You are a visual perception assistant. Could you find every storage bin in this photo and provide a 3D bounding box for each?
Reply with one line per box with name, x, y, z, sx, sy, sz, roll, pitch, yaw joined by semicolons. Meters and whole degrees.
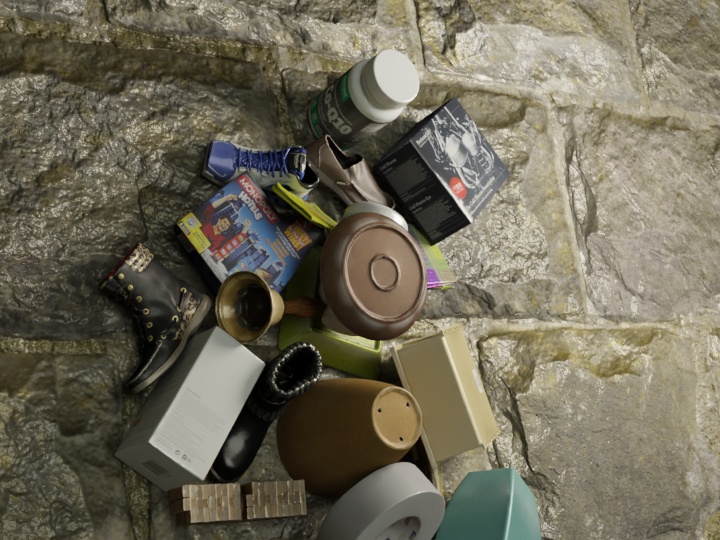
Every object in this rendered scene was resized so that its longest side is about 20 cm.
storage bin;0.145;0.200;1.741;0.198;0.093;0.202;-2;71;-75

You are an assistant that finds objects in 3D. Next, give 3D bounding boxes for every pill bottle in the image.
pill bottle;0.000;0.000;1.678;0.110;0.110;0.202;29;65;-24
pill bottle;0.006;-0.291;1.792;0.112;0.199;0.114;12;67;-31

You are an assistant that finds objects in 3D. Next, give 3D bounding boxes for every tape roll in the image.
tape roll;0.031;0.386;1.580;0.199;0.202;0.066;-13;43;-38

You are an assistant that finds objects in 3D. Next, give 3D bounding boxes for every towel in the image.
towel;-0.078;-0.095;1.681;0.086;0.200;0.018;38;94;15
towel;0.070;-0.023;1.819;0.199;0.023;0.144;-4;58;-46

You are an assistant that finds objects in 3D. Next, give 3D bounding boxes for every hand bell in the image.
hand bell;-0.120;0.056;1.591;0.199;0.103;0.105;4;70;-60

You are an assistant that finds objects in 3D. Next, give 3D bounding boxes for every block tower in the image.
block tower;-0.178;0.340;1.537;0.198;0.058;0.055;5;71;-32

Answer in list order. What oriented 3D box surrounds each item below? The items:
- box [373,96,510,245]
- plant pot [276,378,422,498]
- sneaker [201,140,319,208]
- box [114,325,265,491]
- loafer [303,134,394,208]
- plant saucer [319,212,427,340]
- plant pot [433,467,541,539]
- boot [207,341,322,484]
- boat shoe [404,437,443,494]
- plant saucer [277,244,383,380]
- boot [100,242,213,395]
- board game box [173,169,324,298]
box;0.151;-0.181;1.898;0.183;0.104;0.200;51;42;-9
plant pot;-0.001;0.243;1.604;0.185;0.199;0.188;11;69;-31
sneaker;-0.146;-0.172;1.697;0.198;0.115;0.081;18;63;-29
box;-0.241;0.197;1.495;0.097;0.124;0.201;39;55;-18
loafer;-0.012;-0.158;1.801;0.199;0.071;0.073;35;29;-20
plant saucer;0.030;0.006;1.612;0.199;0.032;0.202;9;74;-33
plant pot;0.213;0.434;1.716;0.142;0.140;0.201;53;38;-33
boot;-0.145;0.206;1.539;0.079;0.157;0.212;34;58;-21
boat shoe;0.113;0.323;1.745;0.076;0.071;0.202;12;68;-49
plant saucer;-0.029;0.059;1.743;0.199;0.048;0.202;21;63;-29
boot;-0.315;0.066;1.521;0.151;0.073;0.201;45;50;-16
board game box;-0.165;-0.044;1.653;0.200;0.062;0.201;-40;99;-28
